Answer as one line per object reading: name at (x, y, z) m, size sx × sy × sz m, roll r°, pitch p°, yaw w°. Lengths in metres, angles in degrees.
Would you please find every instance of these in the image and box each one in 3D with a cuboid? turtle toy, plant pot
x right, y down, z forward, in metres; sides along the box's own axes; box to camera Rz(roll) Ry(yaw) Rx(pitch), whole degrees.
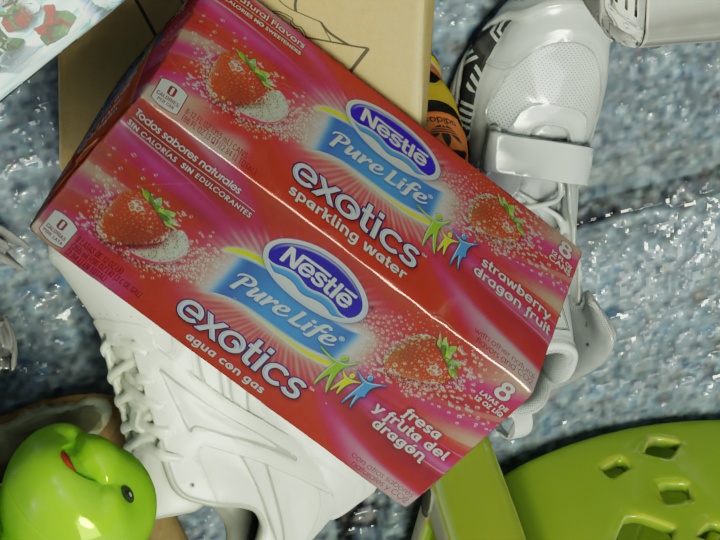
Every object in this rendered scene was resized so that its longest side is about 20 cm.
turtle toy at (-0.132, 0.146, 1.253) m, size 0.101 × 0.146 × 0.200 m, roll -24°, pitch 146°, yaw -17°
plant pot at (0.115, 0.203, 1.422) m, size 0.180 × 0.200 × 0.200 m, roll 4°, pitch 124°, yaw -16°

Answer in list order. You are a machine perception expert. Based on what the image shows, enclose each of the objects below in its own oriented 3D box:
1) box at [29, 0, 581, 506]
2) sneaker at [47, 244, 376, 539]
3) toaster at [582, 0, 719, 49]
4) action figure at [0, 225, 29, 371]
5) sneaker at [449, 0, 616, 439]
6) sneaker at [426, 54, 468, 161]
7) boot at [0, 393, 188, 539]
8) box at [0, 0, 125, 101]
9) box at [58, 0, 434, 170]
box at (-0.020, -0.013, 1.165) m, size 0.200 × 0.100 × 0.095 m, roll 37°, pitch 129°, yaw -10°
sneaker at (-0.079, 0.060, 1.278) m, size 0.200 × 0.078 × 0.099 m, roll 49°, pitch 68°, yaw -19°
toaster at (0.149, -0.184, 1.197) m, size 0.128 × 0.114 × 0.201 m, roll -12°, pitch 130°, yaw -9°
action figure at (-0.221, 0.035, 1.253) m, size 0.130 × 0.069 × 0.201 m, roll 23°, pitch 111°, yaw -22°
sneaker at (0.081, -0.023, 1.288) m, size 0.075 × 0.115 × 0.201 m, roll 4°, pitch 123°, yaw -24°
sneaker at (0.000, 0.000, 1.292) m, size 0.070 × 0.090 × 0.201 m, roll 3°, pitch 124°, yaw -22°
boot at (-0.088, 0.135, 1.377) m, size 0.174 × 0.066 × 0.200 m, roll -27°, pitch 128°, yaw 0°
box at (-0.196, -0.116, 1.142) m, size 0.200 × 0.040 × 0.137 m, roll -38°, pitch 111°, yaw 11°
box at (-0.048, -0.112, 1.183) m, size 0.163 × 0.021 × 0.201 m, roll 12°, pitch 126°, yaw 12°
